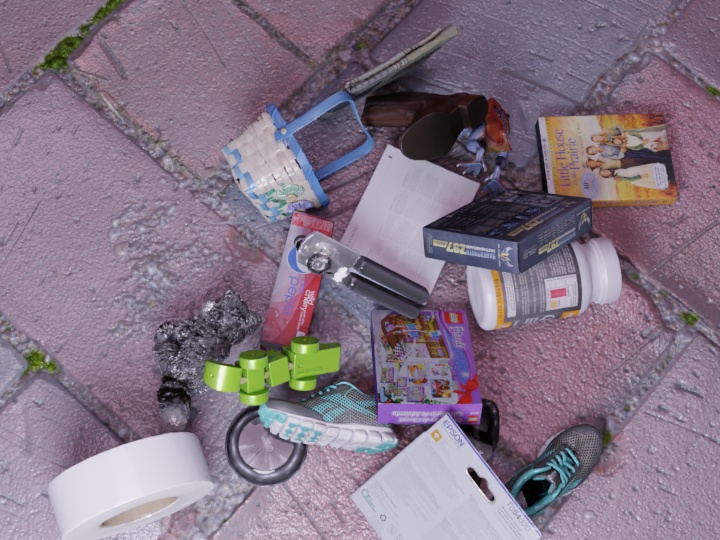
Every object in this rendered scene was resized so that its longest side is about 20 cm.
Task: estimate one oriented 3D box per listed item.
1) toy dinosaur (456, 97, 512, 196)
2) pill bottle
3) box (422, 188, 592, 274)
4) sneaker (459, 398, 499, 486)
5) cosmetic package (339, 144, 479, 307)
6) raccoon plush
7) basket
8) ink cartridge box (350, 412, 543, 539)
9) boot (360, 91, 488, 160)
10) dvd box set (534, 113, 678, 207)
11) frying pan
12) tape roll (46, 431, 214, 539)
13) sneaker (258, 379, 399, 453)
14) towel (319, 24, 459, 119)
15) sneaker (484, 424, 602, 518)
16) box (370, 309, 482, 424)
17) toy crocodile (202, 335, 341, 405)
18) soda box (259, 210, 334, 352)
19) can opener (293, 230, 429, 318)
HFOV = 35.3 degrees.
[{"bbox_3d":[0.203,-0.198,1.661,0.105,0.200,0.182,29,56,-18],"label":"toy dinosaur"},{"bbox_3d":[0.259,0.014,1.606,0.200,0.116,0.116,-9,71,-6],"label":"pill bottle"},{"bbox_3d":[0.207,-0.059,1.578,0.158,0.051,0.200,10,27,39],"label":"box"},{"bbox_3d":[0.140,0.257,1.527,0.066,0.091,0.200,21,71,5],"label":"sneaker"},{"bbox_3d":[0.067,-0.067,1.659,0.151,0.052,0.200,25,71,3],"label":"cosmetic package"},{"bbox_3d":[-0.195,0.121,1.518,0.134,0.097,0.200,-29,48,17],"label":"raccoon plush"},{"bbox_3d":[-0.082,-0.165,1.626,0.200,0.176,0.139,-35,66,1],"label":"basket"},{"bbox_3d":[0.114,0.314,1.472,0.200,0.043,0.196,-44,74,25],"label":"ink cartridge box"},{"bbox_3d":[0.056,-0.215,1.637,0.200,0.064,0.186,14,32,42],"label":"boot"},{"bbox_3d":[0.373,-0.168,1.724,0.200,0.029,0.146,-2,71,-4],"label":"dvd box set"},{"bbox_3d":[-0.092,0.237,1.556,0.190,0.031,0.115,-3,73,-2],"label":"frying pan"},{"bbox_3d":[-0.291,0.277,1.438,0.202,0.202,0.071,-20,73,-10],"label":"tape roll"},{"bbox_3d":[-0.043,0.189,1.538,0.200,0.078,0.091,14,61,-22],"label":"sneaker"},{"bbox_3d":[0.035,-0.296,1.670,0.200,0.193,0.035,-31,94,-14],"label":"towel"},{"bbox_3d":[0.256,0.279,1.516,0.200,0.091,0.078,-39,85,-15],"label":"sneaker"},{"bbox_3d":[0.086,0.128,1.543,0.137,0.039,0.200,1,36,-3],"label":"box"},{"bbox_3d":[-0.112,0.127,1.503,0.200,0.062,0.068,-12,112,-32],"label":"toy crocodile"},{"bbox_3d":[-0.090,0.022,1.608,0.063,0.070,0.200,14,71,-1],"label":"soda box"},{"bbox_3d":[0.000,0.000,1.571,0.200,0.067,0.053,26,106,-20],"label":"can opener"}]
